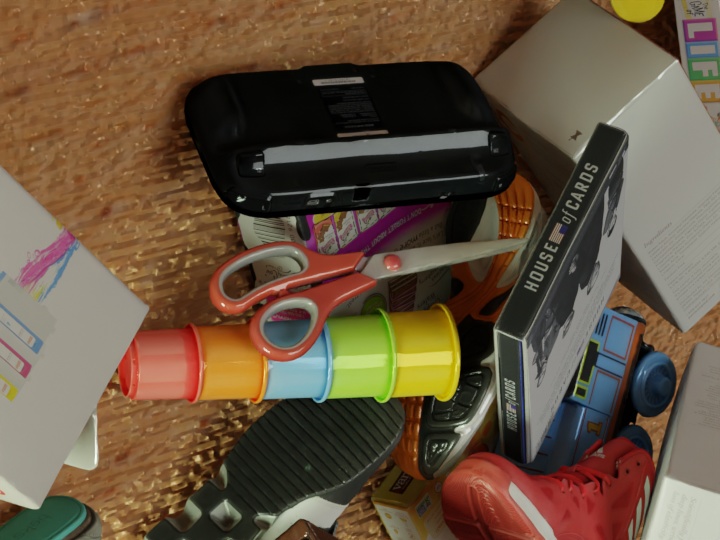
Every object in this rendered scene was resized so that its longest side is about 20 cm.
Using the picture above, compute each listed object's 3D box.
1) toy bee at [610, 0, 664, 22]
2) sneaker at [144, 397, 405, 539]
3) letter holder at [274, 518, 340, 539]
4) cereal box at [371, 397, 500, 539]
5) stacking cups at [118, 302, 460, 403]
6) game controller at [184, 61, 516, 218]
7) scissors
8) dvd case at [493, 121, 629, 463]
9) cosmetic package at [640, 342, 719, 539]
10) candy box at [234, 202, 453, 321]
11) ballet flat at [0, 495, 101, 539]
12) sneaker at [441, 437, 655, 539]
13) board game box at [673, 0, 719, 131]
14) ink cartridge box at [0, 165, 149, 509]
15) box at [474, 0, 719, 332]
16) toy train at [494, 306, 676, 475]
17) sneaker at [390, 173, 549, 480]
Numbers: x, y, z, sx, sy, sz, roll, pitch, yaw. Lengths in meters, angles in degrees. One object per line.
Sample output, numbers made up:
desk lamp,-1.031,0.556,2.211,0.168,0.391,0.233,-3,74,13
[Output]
toy bee,0.154,-0.219,1.598,0.108,0.200,0.131,-31,86,-4
sneaker,-0.052,0.148,1.487,0.200,0.074,0.089,-38,148,-8
letter holder,0.001,0.255,1.475,0.100,0.142,0.200,-40,152,5
cereal box,0.092,0.179,1.697,0.144,0.039,0.200,-52,133,-30
stacking cups,-0.042,0.056,1.436,0.199,0.060,0.061,-4,104,-20
game controller,-0.004,-0.081,1.447,0.199,0.104,0.042,-5,135,-27
scissors,0.005,-0.007,1.445,0.199,0.073,0.014,-25,159,-25
dvd case,0.125,0.018,1.501,0.151,0.025,0.200,-62,165,-21
cosmetic package,0.230,0.139,1.604,0.200,0.074,0.102,-58,163,-64
candy box,0.000,0.000,1.531,0.136,0.061,0.201,-37,125,-38
ballet flat,-0.216,0.189,1.325,0.200,0.067,0.064,-28,126,-42
sneaker,0.122,0.138,1.547,0.116,0.078,0.200,-63,147,-20
board game box,0.261,-0.177,1.772,0.135,0.034,0.201,-58,142,-58
ink cartridge box,-0.217,0.022,1.234,0.200,0.128,0.126,47,64,-45
box,0.183,-0.073,1.659,0.097,0.124,0.200,-42,133,-5
toy train,0.142,0.115,1.654,0.114,0.086,0.201,22,81,-43
sneaker,0.082,0.044,1.538,0.092,0.075,0.201,37,72,-53
